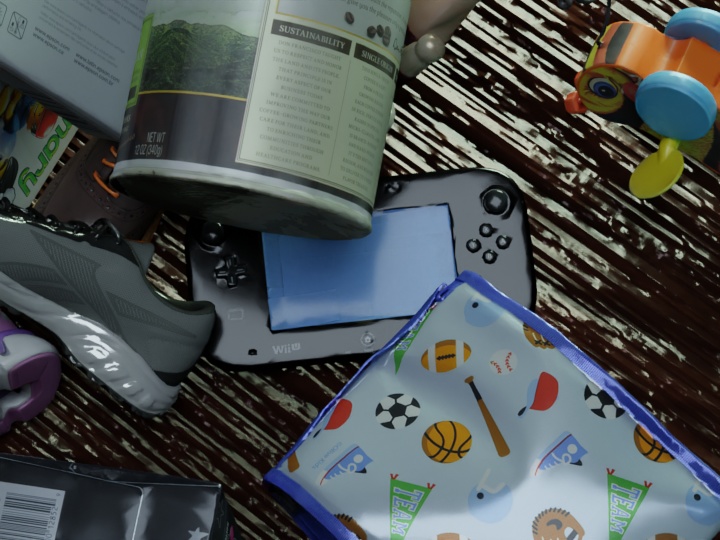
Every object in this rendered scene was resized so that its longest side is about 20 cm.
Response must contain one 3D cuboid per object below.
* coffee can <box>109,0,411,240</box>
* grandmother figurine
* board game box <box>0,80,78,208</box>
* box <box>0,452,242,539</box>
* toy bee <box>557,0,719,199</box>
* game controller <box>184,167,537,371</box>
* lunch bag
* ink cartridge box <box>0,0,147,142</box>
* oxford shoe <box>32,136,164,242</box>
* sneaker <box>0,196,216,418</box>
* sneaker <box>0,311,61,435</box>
[{"bbox_3d":[-0.046,-0.130,1.274,0.145,0.146,0.201,10,82,6],"label":"coffee can"},{"bbox_3d":[0.036,-0.147,1.343,0.061,0.200,0.121,42,31,-2],"label":"grandmother figurine"},{"bbox_3d":[-0.187,-0.131,1.356,0.034,0.126,0.201,22,71,23],"label":"board game box"},{"bbox_3d":[-0.145,0.213,1.226,0.131,0.115,0.201,7,68,6],"label":"box"},{"bbox_3d":[0.174,-0.112,1.362,0.131,0.109,0.200,-38,92,-31],"label":"toy bee"},{"bbox_3d":[0.000,0.000,1.344,0.199,0.042,0.105,-7,68,0],"label":"game controller"},{"bbox_3d":[0.071,0.121,1.252,0.200,0.124,0.170,42,76,9],"label":"lunch bag"},{"bbox_3d":[-0.164,-0.199,1.277,0.040,0.199,0.201,13,77,39],"label":"ink cartridge box"},{"bbox_3d":[-0.137,-0.062,1.356,0.071,0.073,0.200,38,75,15],"label":"oxford shoe"},{"bbox_3d":[-0.167,-0.005,1.298,0.200,0.074,0.079,38,92,-17],"label":"sneaker"},{"bbox_3d":[-0.269,0.076,1.309,0.200,0.081,0.089,-32,66,-16],"label":"sneaker"}]
